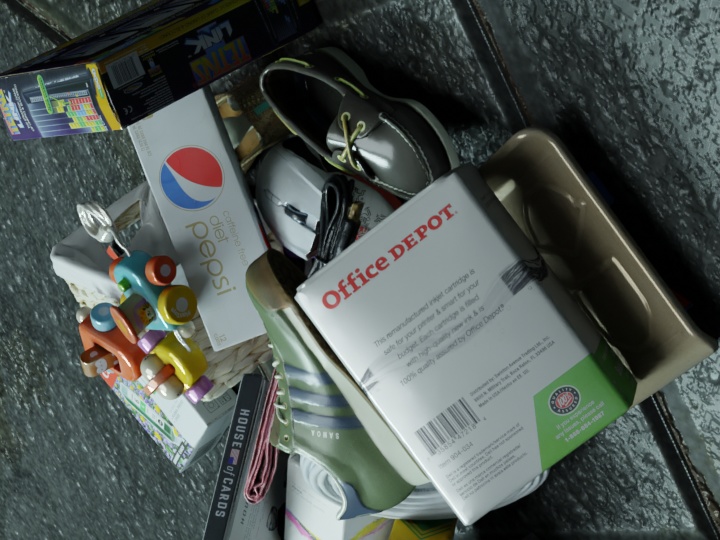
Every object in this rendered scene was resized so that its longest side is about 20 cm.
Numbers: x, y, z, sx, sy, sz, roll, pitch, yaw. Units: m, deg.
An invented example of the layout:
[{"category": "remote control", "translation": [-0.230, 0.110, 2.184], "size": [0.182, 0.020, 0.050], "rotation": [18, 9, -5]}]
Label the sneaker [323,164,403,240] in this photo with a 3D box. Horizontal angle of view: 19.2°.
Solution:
[{"category": "sneaker", "translation": [0.000, 0.000, 1.640], "size": [0.201, 0.108, 0.068], "rotation": [39, 144, 25]}]

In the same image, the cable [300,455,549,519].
[{"category": "cable", "translation": [0.053, 0.132, 1.621], "size": [0.199, 0.199, 0.070], "rotation": [-28, 53, 43]}]

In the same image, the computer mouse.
[{"category": "computer mouse", "translation": [-0.049, -0.046, 1.634], "size": [0.200, 0.044, 0.111], "rotation": [-126, 46, -62]}]

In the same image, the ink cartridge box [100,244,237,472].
[{"category": "ink cartridge box", "translation": [-0.205, 0.085, 2.034], "size": [0.200, 0.050, 0.109], "rotation": [49, 147, 11]}]

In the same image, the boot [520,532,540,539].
[{"category": "boot", "translation": [0.167, 0.322, 1.749], "size": [0.200, 0.066, 0.165], "rotation": [47, 154, 2]}]

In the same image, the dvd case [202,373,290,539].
[{"category": "dvd case", "translation": [-0.079, 0.187, 1.804], "size": [0.025, 0.152, 0.200], "rotation": [8, 163, 18]}]

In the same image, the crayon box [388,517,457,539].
[{"category": "crayon box", "translation": [0.039, 0.262, 1.697], "size": [0.051, 0.200, 0.127], "rotation": [11, 102, 3]}]

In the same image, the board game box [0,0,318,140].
[{"category": "board game box", "translation": [-0.157, -0.164, 1.620], "size": [0.165, 0.199, 0.057], "rotation": [-2, 114, 53]}]

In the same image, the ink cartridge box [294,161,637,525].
[{"category": "ink cartridge box", "translation": [0.073, 0.047, 1.464], "size": [0.145, 0.084, 0.201], "rotation": [-37, 90, 14]}]

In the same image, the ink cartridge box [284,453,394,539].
[{"category": "ink cartridge box", "translation": [-0.002, 0.182, 1.788], "size": [0.067, 0.116, 0.201], "rotation": [31, 140, 26]}]

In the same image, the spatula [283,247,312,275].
[{"category": "spatula", "translation": [-0.036, 0.027, 1.792], "size": [0.056, 0.020, 0.201], "rotation": [1, 120, 59]}]

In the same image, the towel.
[{"category": "towel", "translation": [-0.050, 0.081, 1.685], "size": [0.023, 0.200, 0.145], "rotation": [16, 111, 3]}]

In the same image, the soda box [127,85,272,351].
[{"category": "soda box", "translation": [-0.117, -0.045, 1.651], "size": [0.064, 0.068, 0.201], "rotation": [-94, -16, -79]}]

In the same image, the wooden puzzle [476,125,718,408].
[{"category": "wooden puzzle", "translation": [0.150, 0.005, 1.512], "size": [0.200, 0.046, 0.185], "rotation": [50, 147, 3]}]

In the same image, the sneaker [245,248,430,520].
[{"category": "sneaker", "translation": [-0.036, 0.090, 1.499], "size": [0.090, 0.067, 0.201], "rotation": [-36, 95, 18]}]

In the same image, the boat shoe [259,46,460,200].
[{"category": "boat shoe", "translation": [-0.002, -0.102, 1.562], "size": [0.201, 0.060, 0.072], "rotation": [40, 131, 44]}]

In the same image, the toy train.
[{"category": "toy train", "translation": [-0.188, 0.044, 1.679], "size": [0.150, 0.056, 0.201], "rotation": [33, 149, 23]}]

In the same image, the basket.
[{"category": "basket", "translation": [-0.151, 0.013, 1.812], "size": [0.200, 0.135, 0.124], "rotation": [18, 140, 55]}]

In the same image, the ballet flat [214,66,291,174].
[{"category": "ballet flat", "translation": [-0.112, -0.110, 1.733], "size": [0.071, 0.065, 0.200], "rotation": [54, 148, 1]}]
